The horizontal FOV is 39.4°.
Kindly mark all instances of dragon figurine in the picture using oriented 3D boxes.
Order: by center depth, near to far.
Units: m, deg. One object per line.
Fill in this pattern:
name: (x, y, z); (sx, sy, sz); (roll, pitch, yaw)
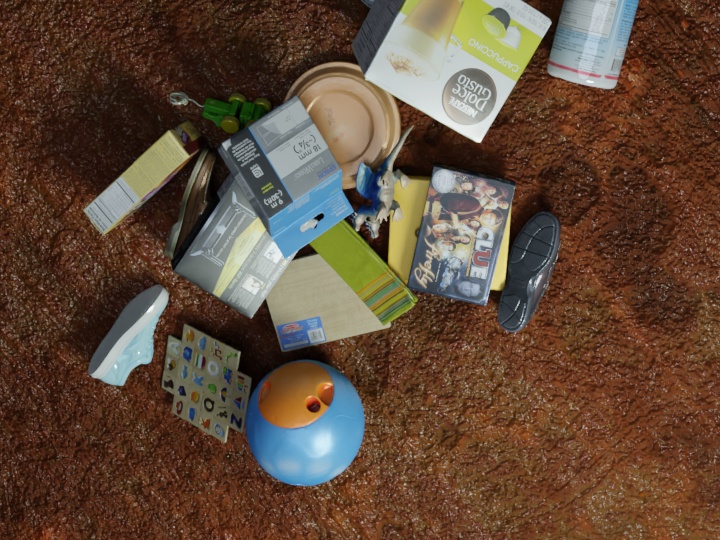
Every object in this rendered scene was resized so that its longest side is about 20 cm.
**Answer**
dragon figurine: (0.029, -0.138, 1.583); (0.058, 0.099, 0.204); (-6, 114, -30)

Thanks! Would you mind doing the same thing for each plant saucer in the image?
plant saucer: (-0.034, -0.230, 1.605); (0.196, 0.032, 0.205); (2, 105, 6)

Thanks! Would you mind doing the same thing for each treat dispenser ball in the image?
treat dispenser ball: (-0.091, 0.250, 1.658); (0.196, 0.201, 0.205); (2, 106, 6)

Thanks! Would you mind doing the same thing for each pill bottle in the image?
pill bottle: (0.348, -0.378, 1.475); (0.106, 0.109, 0.204); (13, 106, 3)

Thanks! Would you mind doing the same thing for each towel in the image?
towel: (0.000, 0.000, 1.643); (0.200, 0.018, 0.086); (47, 126, -8)

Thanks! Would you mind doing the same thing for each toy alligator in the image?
toy alligator: (-0.209, -0.246, 1.613); (0.196, 0.060, 0.055); (11, 148, 4)

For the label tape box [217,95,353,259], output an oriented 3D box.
label tape box: (-0.107, -0.143, 1.549); (0.143, 0.063, 0.202); (-34, 97, -15)

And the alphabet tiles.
alphabet tiles: (-0.265, 0.191, 1.715); (0.198, 0.006, 0.170); (22, 111, 32)

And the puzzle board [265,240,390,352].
puzzle board: (-0.061, 0.044, 1.694); (0.196, 0.017, 0.154); (-13, 105, 11)

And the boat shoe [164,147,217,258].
boat shoe: (-0.261, -0.103, 1.654); (0.067, 0.072, 0.203); (20, 116, -4)

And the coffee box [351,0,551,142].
coffee box: (0.122, -0.337, 1.446); (0.197, 0.201, 0.200); (26, 109, -17)

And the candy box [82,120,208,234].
candy box: (-0.344, -0.151, 1.621); (0.199, 0.117, 0.057); (-38, 99, 16)

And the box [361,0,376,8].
box: (0.003, -0.513, 1.513); (0.199, 0.044, 0.161); (38, 107, -4)

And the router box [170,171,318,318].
router box: (-0.187, -0.048, 1.625); (0.156, 0.052, 0.201); (33, 98, -24)

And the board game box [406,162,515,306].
board game box: (0.159, -0.057, 1.599); (0.133, 0.035, 0.204); (12, 106, 1)

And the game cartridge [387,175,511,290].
game cartridge: (0.143, -0.061, 1.634); (0.195, 0.032, 0.180); (4, 106, 3)

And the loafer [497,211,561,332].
loafer: (0.276, 0.001, 1.627); (0.071, 0.063, 0.204); (26, 105, 31)

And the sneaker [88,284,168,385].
sneaker: (-0.382, 0.114, 1.736); (0.081, 0.074, 0.200); (34, 104, -35)
